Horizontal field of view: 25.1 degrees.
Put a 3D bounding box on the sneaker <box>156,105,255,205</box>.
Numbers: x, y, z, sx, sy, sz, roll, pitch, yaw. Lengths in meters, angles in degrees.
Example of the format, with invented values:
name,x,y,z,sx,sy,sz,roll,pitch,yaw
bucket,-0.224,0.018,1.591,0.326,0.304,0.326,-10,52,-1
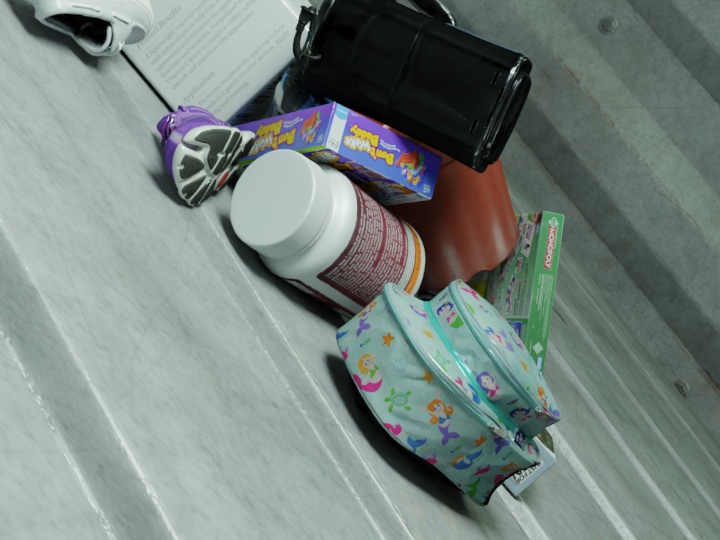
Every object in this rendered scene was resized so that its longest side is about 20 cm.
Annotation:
name,x,y,z,sx,sy,sz,roll,pitch,yaw
sneaker,-0.158,-0.114,1.498,0.083,0.081,0.200,32,5,0

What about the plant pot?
name,x,y,z,sx,sy,sz,roll,pitch,yaw
plant pot,0.078,-0.098,1.789,0.201,0.199,0.197,-105,172,-65

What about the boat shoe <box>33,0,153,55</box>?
name,x,y,z,sx,sy,sz,roll,pitch,yaw
boat shoe,-0.247,-0.235,1.504,0.200,0.071,0.069,36,43,-75

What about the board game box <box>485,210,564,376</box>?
name,x,y,z,sx,sy,sz,roll,pitch,yaw
board game box,0.177,0.037,1.829,0.029,0.202,0.134,9,-3,-17

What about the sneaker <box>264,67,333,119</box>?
name,x,y,z,sx,sy,sz,roll,pitch,yaw
sneaker,-0.067,-0.154,1.669,0.075,0.086,0.200,50,8,2

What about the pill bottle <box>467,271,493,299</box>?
name,x,y,z,sx,sy,sz,roll,pitch,yaw
pill bottle,0.146,-0.002,1.950,0.114,0.113,0.202,-39,111,-78

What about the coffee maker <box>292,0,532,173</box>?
name,x,y,z,sx,sy,sz,roll,pitch,yaw
coffee maker,0.050,-0.179,1.540,0.198,0.136,0.192,25,28,13

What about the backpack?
name,x,y,z,sx,sy,sz,roll,pitch,yaw
backpack,0.076,0.100,1.474,0.199,0.151,0.178,31,22,-42

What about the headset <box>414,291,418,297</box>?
name,x,y,z,sx,sy,sz,roll,pitch,yaw
headset,0.000,0.000,1.721,0.124,0.094,0.200,47,-5,-29

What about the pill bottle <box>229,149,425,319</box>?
name,x,y,z,sx,sy,sz,roll,pitch,yaw
pill bottle,-0.031,-0.033,1.550,0.200,0.114,0.115,34,19,-52

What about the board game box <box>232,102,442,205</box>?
name,x,y,z,sx,sy,sz,roll,pitch,yaw
board game box,-0.033,-0.107,1.598,0.134,0.045,0.199,24,-16,-31

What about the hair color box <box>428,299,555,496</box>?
name,x,y,z,sx,sy,sz,roll,pitch,yaw
hair color box,0.119,0.133,1.713,0.200,0.061,0.099,49,11,-7

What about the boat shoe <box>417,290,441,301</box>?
name,x,y,z,sx,sy,sz,roll,pitch,yaw
boat shoe,0.080,0.043,1.856,0.068,0.072,0.201,35,27,-49

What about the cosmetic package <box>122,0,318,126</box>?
name,x,y,z,sx,sy,sz,roll,pitch,yaw
cosmetic package,-0.152,-0.262,1.700,0.200,0.165,0.165,50,11,2
